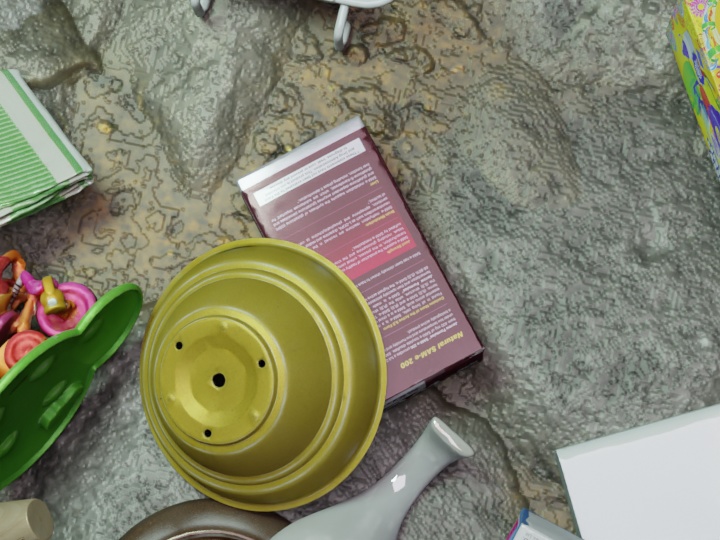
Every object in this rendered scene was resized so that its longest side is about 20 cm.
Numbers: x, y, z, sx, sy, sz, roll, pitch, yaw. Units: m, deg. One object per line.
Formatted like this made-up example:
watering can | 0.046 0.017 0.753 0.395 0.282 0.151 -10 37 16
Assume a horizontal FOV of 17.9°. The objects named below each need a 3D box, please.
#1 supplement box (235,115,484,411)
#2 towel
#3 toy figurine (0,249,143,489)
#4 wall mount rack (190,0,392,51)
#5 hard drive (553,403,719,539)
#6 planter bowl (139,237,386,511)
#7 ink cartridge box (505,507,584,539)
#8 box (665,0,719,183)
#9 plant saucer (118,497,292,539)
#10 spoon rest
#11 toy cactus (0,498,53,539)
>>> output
supplement box | 0.000 0.000 1.700 0.108 0.061 0.201 -27 80 -2
towel | -0.315 -0.070 1.686 0.199 0.023 0.153 -27 53 -17
toy figurine | -0.291 0.035 1.673 0.184 0.150 0.200 37 75 16
wall mount rack | -0.052 -0.267 1.743 0.199 0.075 0.175 14 85 3
hard drive | 0.256 0.170 1.684 0.199 0.027 0.133 -16 80 -1
planter bowl | -0.087 0.077 1.641 0.199 0.083 0.202 0 91 20
ink cartridge box | 0.128 0.292 1.629 0.136 0.076 0.201 28 94 5
box | 0.351 -0.129 1.685 0.192 0.122 0.201 -19 81 -1
plant saucer | -0.109 0.267 1.673 0.199 0.032 0.202 0 82 1
spoon rest | 0.002 0.195 1.663 0.099 0.061 0.200 43 81 0
toy cactus | -0.294 0.202 1.609 0.164 0.102 0.200 -21 118 26
